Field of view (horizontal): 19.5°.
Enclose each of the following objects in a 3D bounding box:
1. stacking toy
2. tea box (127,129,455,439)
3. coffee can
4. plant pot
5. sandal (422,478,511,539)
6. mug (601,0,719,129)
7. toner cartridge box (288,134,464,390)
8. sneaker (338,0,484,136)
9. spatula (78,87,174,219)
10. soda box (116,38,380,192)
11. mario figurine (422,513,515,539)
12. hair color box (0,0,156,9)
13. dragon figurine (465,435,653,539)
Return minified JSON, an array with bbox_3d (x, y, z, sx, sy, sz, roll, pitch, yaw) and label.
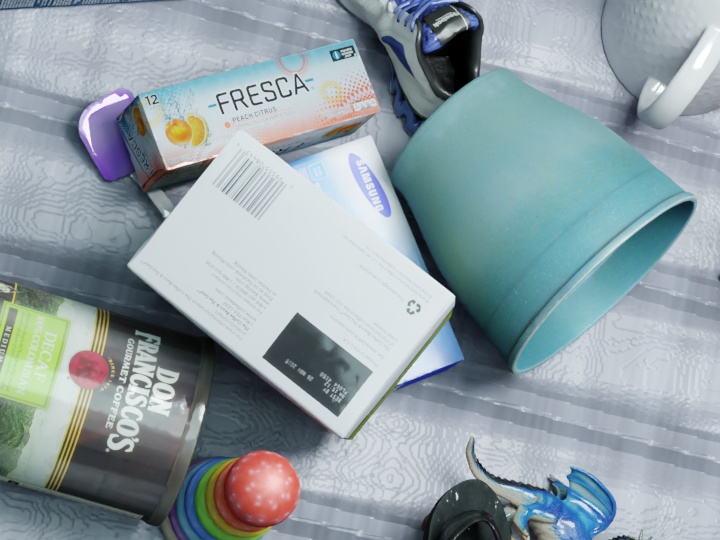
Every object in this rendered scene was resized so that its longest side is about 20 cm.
[{"bbox_3d":[-0.090,0.166,1.548,0.085,0.200,0.085,4,75,-16],"label":"stacking toy"},{"bbox_3d":[-0.047,0.016,1.565,0.200,0.197,0.134,39,86,3],"label":"tea box"},{"bbox_3d":[-0.224,0.093,1.555,0.200,0.146,0.146,17,73,-11],"label":"coffee can"},{"bbox_3d":[0.133,-0.053,1.680,0.200,0.200,0.188,-37,75,-21],"label":"plant pot"},{"bbox_3d":[0.076,0.231,1.578,0.075,0.048,0.200,41,43,-10],"label":"sandal"},{"bbox_3d":[0.291,-0.205,1.764,0.148,0.175,0.200,33,70,-6],"label":"mug"},{"bbox_3d":[0.000,0.000,1.699,0.095,0.043,0.200,-21,84,-20],"label":"toner cartridge box"},{"bbox_3d":[0.050,-0.211,1.727,0.081,0.115,0.199,-24,85,-21],"label":"sneaker"},{"bbox_3d":[-0.158,-0.050,1.676,0.057,0.021,0.200,-32,88,-24],"label":"spatula"},{"bbox_3d":[-0.089,-0.124,1.680,0.200,0.064,0.068,-17,83,-28],"label":"soda box"},{"bbox_3d":[0.045,0.289,1.640,0.123,0.106,0.200,15,57,25],"label":"mario figurine"},{"bbox_3d":[-0.235,-0.268,1.685,0.200,0.061,0.100,-5,78,-18],"label":"hair color box"},{"bbox_3d":[0.166,0.195,1.692,0.099,0.059,0.200,-39,90,-21],"label":"dragon figurine"}]
